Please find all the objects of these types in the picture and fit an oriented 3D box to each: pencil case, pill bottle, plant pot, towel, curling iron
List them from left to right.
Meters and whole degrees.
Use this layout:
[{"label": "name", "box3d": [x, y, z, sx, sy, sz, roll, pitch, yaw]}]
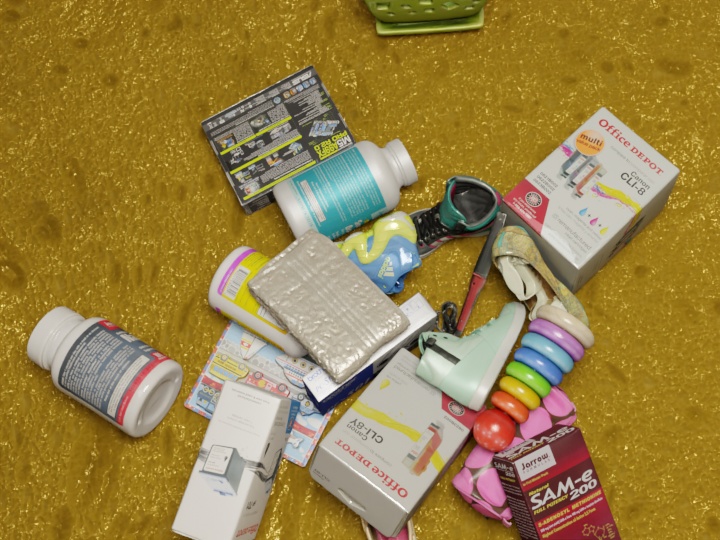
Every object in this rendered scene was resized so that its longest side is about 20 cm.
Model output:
[{"label": "pill bottle", "box3d": [-0.363, 0.136, 1.330, 0.199, 0.120, 0.120, 29, 78, 13]}, {"label": "pill bottle", "box3d": [-0.109, 0.054, 1.336, 0.199, 0.104, 0.105, 30, 78, 14]}, {"label": "towel", "box3d": [-0.046, 0.045, 1.264, 0.132, 0.035, 0.200, -39, 69, -15]}, {"label": "pill bottle", "box3d": [-0.019, -0.117, 1.375, 0.199, 0.111, 0.111, -27, 72, -2]}, {"label": "plant pot", "box3d": [0.099, -0.472, 1.435, 0.198, 0.182, 0.201, -3, 73, 6]}, {"label": "curling iron", "box3d": [0.155, 0.009, 1.309, 0.049, 0.026, 0.201, 24, 111, -3]}, {"label": "pencil case", "box3d": [0.210, 0.236, 1.255, 0.093, 0.091, 0.200, 32, 77, 21]}]

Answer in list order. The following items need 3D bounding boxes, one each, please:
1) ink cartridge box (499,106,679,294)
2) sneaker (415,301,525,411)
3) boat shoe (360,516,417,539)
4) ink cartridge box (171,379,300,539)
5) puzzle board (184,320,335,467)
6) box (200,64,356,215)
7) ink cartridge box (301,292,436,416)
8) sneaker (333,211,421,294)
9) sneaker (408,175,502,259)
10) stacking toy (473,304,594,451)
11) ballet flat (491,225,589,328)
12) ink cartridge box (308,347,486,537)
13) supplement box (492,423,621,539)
[{"label": "ink cartridge box", "box3d": [0.314, -0.093, 1.314, 0.200, 0.145, 0.145, -43, 72, -8]}, {"label": "sneaker", "box3d": [0.147, 0.089, 1.276, 0.118, 0.074, 0.201, 27, 44, 11]}, {"label": "boat shoe", "box3d": [0.035, 0.321, 1.256, 0.073, 0.069, 0.201, -20, 72, 0]}, {"label": "ink cartridge box", "box3d": [-0.160, 0.253, 1.245, 0.085, 0.146, 0.201, 16, 83, 10]}, {"label": "puzzle board", "box3d": [-0.133, 0.169, 1.349, 0.199, 0.017, 0.151, 24, 77, 12]}, {"label": "box", "box3d": [-0.123, -0.201, 1.448, 0.199, 0.044, 0.161, -28, 73, -3]}, {"label": "ink cartridge box", "box3d": [0.013, 0.116, 1.300, 0.200, 0.094, 0.044, -35, 73, -11]}, {"label": "sneaker", "box3d": [0.000, 0.000, 1.339, 0.199, 0.076, 0.105, -27, 86, 28]}, {"label": "sneaker", "box3d": [0.116, -0.074, 1.342, 0.199, 0.121, 0.084, -19, 72, 1]}, {"label": "stacking toy", "box3d": [0.216, 0.146, 1.212, 0.085, 0.085, 0.200, 32, 81, 14]}, {"label": "ballet flat", "box3d": [0.240, 0.030, 1.282, 0.071, 0.071, 0.200, -40, 109, -7]}, {"label": "ink cartridge box", "box3d": [0.050, 0.223, 1.237, 0.145, 0.084, 0.200, 35, 53, 14]}, {"label": "supplement box", "box3d": [0.256, 0.309, 1.193, 0.108, 0.061, 0.201, -22, 93, -19]}]
